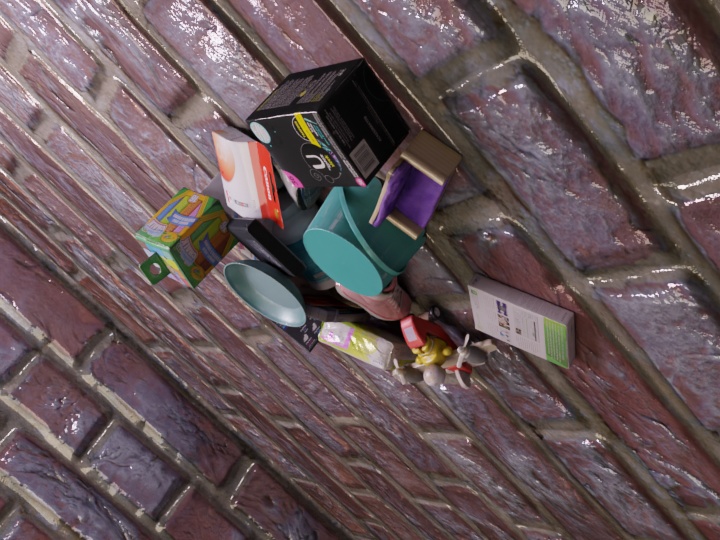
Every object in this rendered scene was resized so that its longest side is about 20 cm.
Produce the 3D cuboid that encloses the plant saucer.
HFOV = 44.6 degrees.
[{"bbox_3d":[-0.187,0.039,1.788,0.199,0.036,0.201,26,153,14],"label":"plant saucer"}]

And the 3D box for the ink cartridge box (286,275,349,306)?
[{"bbox_3d":[-0.117,0.034,1.908,0.172,0.044,0.199,16,-175,30],"label":"ink cartridge box"}]

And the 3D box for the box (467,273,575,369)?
[{"bbox_3d":[0.293,0.092,1.594,0.199,0.036,0.145,25,152,29],"label":"box"}]

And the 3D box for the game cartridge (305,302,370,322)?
[{"bbox_3d":[-0.071,0.082,1.931,0.129,0.039,0.200,12,-176,28],"label":"game cartridge"}]

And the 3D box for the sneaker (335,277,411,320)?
[{"bbox_3d":[0.053,0.045,1.743,0.199,0.076,0.104,25,154,-39],"label":"sneaker"}]

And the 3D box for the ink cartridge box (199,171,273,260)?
[{"bbox_3d":[-0.251,-0.107,1.926,0.199,0.085,0.145,35,155,10],"label":"ink cartridge box"}]

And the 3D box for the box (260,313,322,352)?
[{"bbox_3d":[-0.165,0.090,2.083,0.200,0.106,0.122,38,178,-3],"label":"box"}]

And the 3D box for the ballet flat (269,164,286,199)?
[{"bbox_3d":[-0.180,-0.169,1.743,0.074,0.074,0.200,38,155,-1],"label":"ballet flat"}]

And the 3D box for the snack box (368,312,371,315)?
[{"bbox_3d":[0.000,0.000,1.784,0.024,0.072,0.201,7,141,45],"label":"snack box"}]

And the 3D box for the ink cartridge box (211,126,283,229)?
[{"bbox_3d":[-0.217,-0.173,1.677,0.200,0.050,0.163,39,143,55],"label":"ink cartridge box"}]

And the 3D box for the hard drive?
[{"bbox_3d":[-0.192,-0.048,1.745,0.140,0.033,0.200,44,169,-18],"label":"hard drive"}]

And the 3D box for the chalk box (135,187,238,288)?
[{"bbox_3d":[-0.375,-0.055,1.842,0.123,0.200,0.125,19,149,37],"label":"chalk box"}]

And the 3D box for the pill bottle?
[{"bbox_3d":[-0.105,-0.064,1.771,0.110,0.111,0.200,8,142,47],"label":"pill bottle"}]

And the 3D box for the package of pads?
[{"bbox_3d":[0.020,0.160,1.962,0.199,0.069,0.154,21,-176,31],"label":"package of pads"}]

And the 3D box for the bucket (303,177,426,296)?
[{"bbox_3d":[0.004,-0.061,1.599,0.206,0.135,0.208,30,155,15],"label":"bucket"}]

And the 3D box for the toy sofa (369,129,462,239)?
[{"bbox_3d":[0.087,-0.125,1.423,0.083,0.098,0.200,35,154,7],"label":"toy sofa"}]

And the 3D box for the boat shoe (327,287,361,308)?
[{"bbox_3d":[-0.057,0.009,1.898,0.199,0.072,0.068,34,-174,8],"label":"boat shoe"}]

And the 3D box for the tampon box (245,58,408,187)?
[{"bbox_3d":[-0.055,-0.228,1.401,0.199,0.127,0.150,4,139,51],"label":"tampon box"}]

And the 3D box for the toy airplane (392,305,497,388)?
[{"bbox_3d":[0.165,0.185,1.793,0.197,0.142,0.201,14,137,5],"label":"toy airplane"}]

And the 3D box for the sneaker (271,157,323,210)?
[{"bbox_3d":[-0.126,-0.200,1.632,0.087,0.074,0.201,29,147,38],"label":"sneaker"}]
